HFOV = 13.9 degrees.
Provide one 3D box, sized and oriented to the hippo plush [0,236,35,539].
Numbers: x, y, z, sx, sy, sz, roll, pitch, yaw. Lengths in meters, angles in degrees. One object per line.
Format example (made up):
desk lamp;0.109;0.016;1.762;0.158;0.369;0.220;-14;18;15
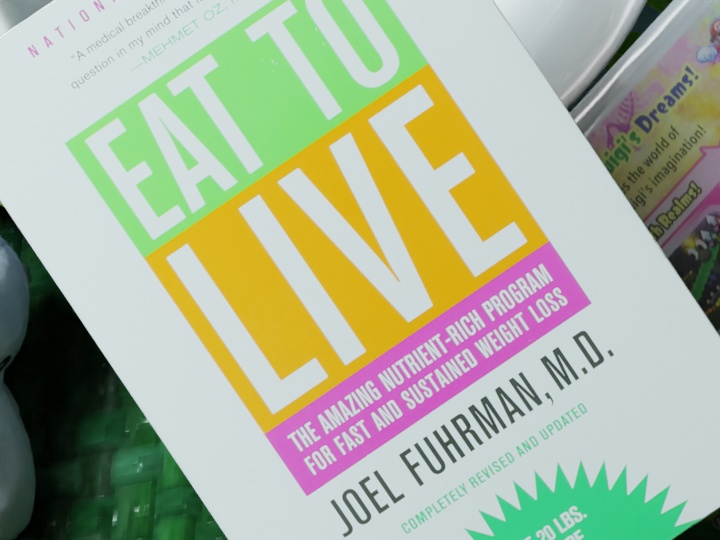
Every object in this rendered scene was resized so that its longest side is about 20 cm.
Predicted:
hippo plush;-0.184;0.029;0.959;0.161;0.159;0.200;-8;93;-5

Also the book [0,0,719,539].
book;0.000;0.000;0.755;0.134;0.048;0.200;-35;92;1

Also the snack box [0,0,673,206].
snack box;-0.011;-0.063;0.907;0.200;0.068;0.169;29;79;16

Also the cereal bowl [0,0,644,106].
cereal bowl;-0.018;-0.117;0.820;0.200;0.200;0.083;-49;11;-3

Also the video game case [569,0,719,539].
video game case;0.125;0.017;0.786;0.182;0.024;0.200;43;88;4
